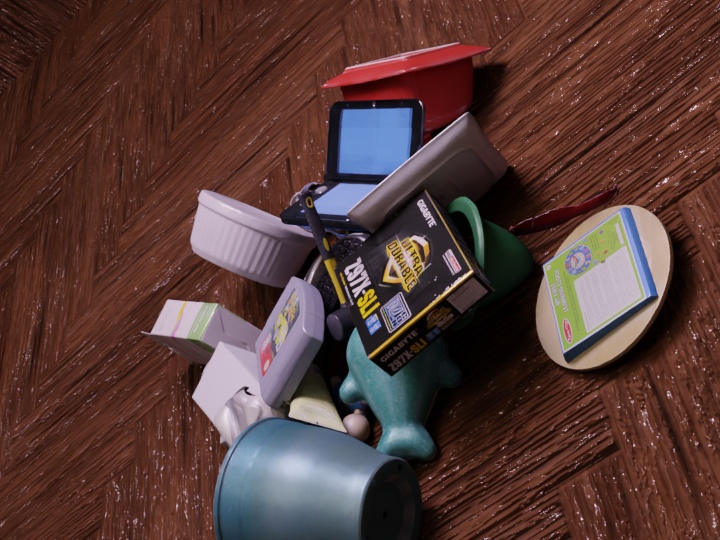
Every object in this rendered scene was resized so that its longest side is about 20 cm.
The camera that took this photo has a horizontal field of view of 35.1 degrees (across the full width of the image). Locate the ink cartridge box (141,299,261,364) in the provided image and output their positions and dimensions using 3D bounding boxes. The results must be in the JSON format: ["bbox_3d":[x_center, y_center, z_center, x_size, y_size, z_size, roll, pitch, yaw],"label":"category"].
[{"bbox_3d":[-0.250,0.101,1.811,0.200,0.117,0.068,2,63,52],"label":"ink cartridge box"}]

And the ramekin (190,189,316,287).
[{"bbox_3d":[-0.173,-0.046,1.781,0.202,0.202,0.095,30,99,57],"label":"ramekin"}]

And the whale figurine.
[{"bbox_3d":[0.045,0.137,1.408,0.158,0.104,0.201,-9,61,13],"label":"whale figurine"}]

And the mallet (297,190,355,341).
[{"bbox_3d":[-0.045,-0.004,1.479,0.066,0.200,0.041,-30,5,-31],"label":"mallet"}]

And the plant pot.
[{"bbox_3d":[-0.038,0.278,1.339,0.187,0.200,0.201,-2,60,35],"label":"plant pot"}]

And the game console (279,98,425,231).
[{"bbox_3d":[-0.015,-0.148,1.580,0.171,0.119,0.200,-37,27,-33],"label":"game console"}]

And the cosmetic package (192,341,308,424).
[{"bbox_3d":[-0.159,0.193,1.637,0.102,0.074,0.200,-62,36,8],"label":"cosmetic package"}]

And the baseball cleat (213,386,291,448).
[{"bbox_3d":[-0.112,0.240,1.493,0.106,0.070,0.200,-46,74,13],"label":"baseball cleat"}]

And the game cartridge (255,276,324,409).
[{"bbox_3d":[-0.095,0.088,1.542,0.133,0.041,0.200,-56,18,13],"label":"game cartridge"}]

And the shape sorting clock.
[{"bbox_3d":[0.274,0.019,1.289,0.200,0.039,0.201,-35,40,35],"label":"shape sorting clock"}]

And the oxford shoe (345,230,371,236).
[{"bbox_3d":[0.017,-0.090,1.659,0.070,0.074,0.201,3,64,7],"label":"oxford shoe"}]

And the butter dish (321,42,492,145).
[{"bbox_3d":[0.078,-0.246,1.683,0.200,0.199,0.148,0,107,47],"label":"butter dish"}]

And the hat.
[{"bbox_3d":[0.200,-0.008,1.428,0.200,0.175,0.166,149,121,-69],"label":"hat"}]

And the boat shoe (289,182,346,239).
[{"bbox_3d":[-0.059,-0.103,1.780,0.072,0.072,0.200,-52,34,-13],"label":"boat shoe"}]

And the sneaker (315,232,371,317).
[{"bbox_3d":[0.000,0.000,1.574,0.072,0.083,0.200,68,152,15],"label":"sneaker"}]

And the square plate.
[{"bbox_3d":[0.097,-0.100,1.478,0.198,0.200,0.028,-40,65,8],"label":"square plate"}]

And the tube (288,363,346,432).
[{"bbox_3d":[-0.067,0.173,1.520,0.058,0.052,0.200,-24,14,-3],"label":"tube"}]

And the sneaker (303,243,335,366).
[{"bbox_3d":[-0.085,0.051,1.685,0.106,0.075,0.201,-1,62,52],"label":"sneaker"}]

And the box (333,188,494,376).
[{"bbox_3d":[0.058,0.010,1.363,0.160,0.049,0.200,-42,33,13],"label":"box"}]

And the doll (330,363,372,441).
[{"bbox_3d":[0.006,0.136,1.522,0.136,0.048,0.201,-17,55,42],"label":"doll"}]
